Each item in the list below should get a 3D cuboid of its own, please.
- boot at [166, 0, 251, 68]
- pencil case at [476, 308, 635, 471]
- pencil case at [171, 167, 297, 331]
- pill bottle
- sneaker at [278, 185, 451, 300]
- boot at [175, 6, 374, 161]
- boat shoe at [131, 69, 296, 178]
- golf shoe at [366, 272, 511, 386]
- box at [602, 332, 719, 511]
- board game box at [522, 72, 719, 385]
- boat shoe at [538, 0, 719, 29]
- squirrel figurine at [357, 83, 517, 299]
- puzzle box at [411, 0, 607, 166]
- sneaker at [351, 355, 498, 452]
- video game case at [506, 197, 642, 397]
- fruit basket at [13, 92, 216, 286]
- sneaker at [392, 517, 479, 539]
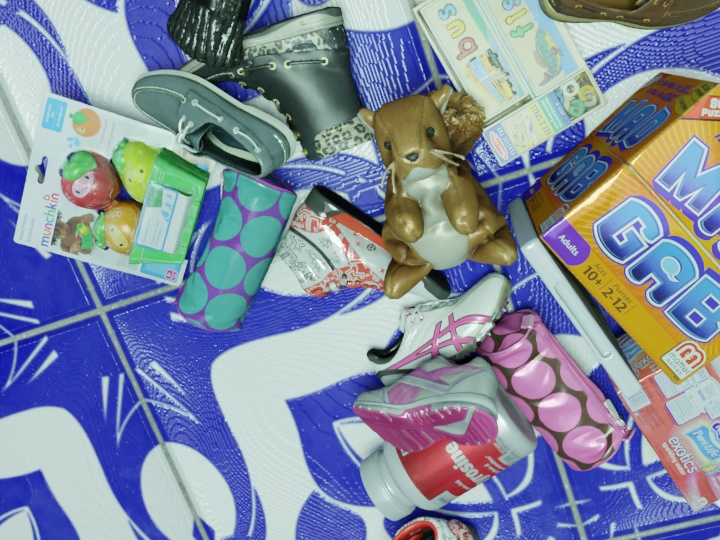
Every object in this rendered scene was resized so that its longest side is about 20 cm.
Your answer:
[{"bbox_3d":[-0.148,-0.314,0.773,0.079,0.211,0.158,6,128,-19],"label":"boot"},{"bbox_3d":[0.228,0.137,0.901,0.200,0.091,0.094,48,141,-10],"label":"pencil case"},{"bbox_3d":[-0.148,-0.026,0.896,0.092,0.085,0.200,26,108,4],"label":"pencil case"},{"bbox_3d":[0.102,0.216,0.926,0.200,0.112,0.112,-36,99,16],"label":"pill bottle"},{"bbox_3d":[0.000,-0.001,0.899,0.201,0.067,0.108,35,109,-1],"label":"sneaker"},{"bbox_3d":[-0.093,-0.189,0.851,0.203,0.074,0.154,-16,108,14],"label":"boot"},{"bbox_3d":[-0.170,-0.157,0.827,0.200,0.062,0.073,24,141,9],"label":"boat shoe"},{"bbox_3d":[0.092,0.069,0.904,0.092,0.073,0.200,42,107,-5],"label":"golf shoe"},{"bbox_3d":[0.366,0.158,0.869,0.102,0.095,0.200,-32,110,15],"label":"box"},{"bbox_3d":[0.311,-0.053,0.772,0.200,0.200,0.200,-43,98,17],"label":"board game box"},{"bbox_3d":[0.284,-0.281,0.768,0.199,0.068,0.072,-3,102,-4],"label":"boat shoe"},{"bbox_3d":[0.066,-0.106,0.781,0.141,0.200,0.187,-13,129,19],"label":"squirrel figurine"},{"bbox_3d":[0.160,-0.232,0.829,0.133,0.025,0.200,-30,101,15],"label":"puzzle box"},{"bbox_3d":[0.078,0.146,0.861,0.200,0.088,0.081,-11,128,41],"label":"sneaker"},{"bbox_3d":[0.219,0.018,0.805,0.022,0.200,0.182,-35,100,15],"label":"video game case"},{"bbox_3d":[-0.282,-0.085,0.881,0.200,0.094,0.186,15,109,-17],"label":"fruit basket"},{"bbox_3d":[0.050,0.385,0.975,0.201,0.067,0.108,-43,139,13],"label":"sneaker"}]
